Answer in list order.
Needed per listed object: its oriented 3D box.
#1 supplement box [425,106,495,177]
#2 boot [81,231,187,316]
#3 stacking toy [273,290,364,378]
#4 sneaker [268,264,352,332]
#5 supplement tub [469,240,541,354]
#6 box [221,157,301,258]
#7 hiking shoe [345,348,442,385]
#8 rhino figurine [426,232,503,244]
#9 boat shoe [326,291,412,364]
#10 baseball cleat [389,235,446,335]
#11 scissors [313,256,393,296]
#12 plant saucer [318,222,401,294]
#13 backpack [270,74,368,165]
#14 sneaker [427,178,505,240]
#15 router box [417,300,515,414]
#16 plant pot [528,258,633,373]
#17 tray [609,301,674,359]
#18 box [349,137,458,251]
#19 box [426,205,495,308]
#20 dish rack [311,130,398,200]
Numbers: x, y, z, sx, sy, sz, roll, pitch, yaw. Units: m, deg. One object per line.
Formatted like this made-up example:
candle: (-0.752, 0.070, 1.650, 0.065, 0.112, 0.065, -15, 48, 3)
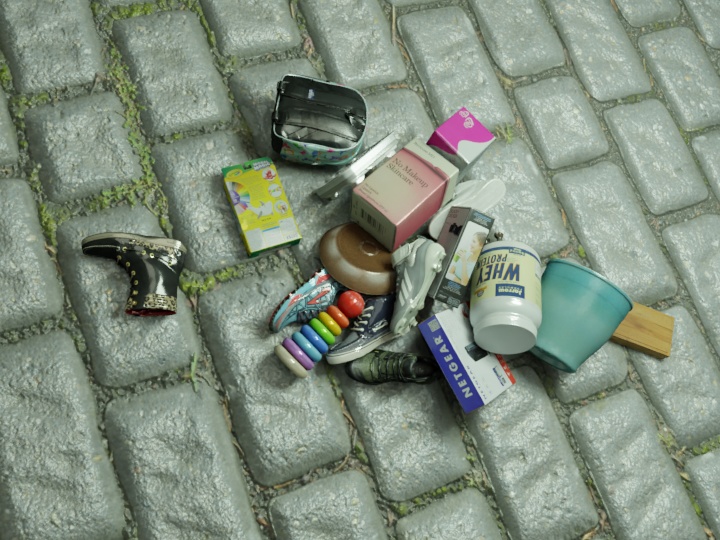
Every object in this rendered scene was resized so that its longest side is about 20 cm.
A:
supplement box: (0.194, -0.249, 1.533, 0.101, 0.200, 0.103, 46, 68, 4)
boot: (-0.443, 0.009, 1.360, 0.200, 0.073, 0.151, 5, 71, -18)
stacking toy: (-0.074, 0.116, 1.381, 0.085, 0.085, 0.200, 45, 83, 4)
sneaker: (-0.096, 0.069, 1.421, 0.200, 0.079, 0.096, -40, 87, -22)
supplement tub: (0.299, 0.056, 1.440, 0.145, 0.145, 0.200, 15, 55, -9)
box: (-0.213, -0.136, 1.478, 0.117, 0.048, 0.200, -17, 79, -18)
hiking shoe: (0.071, 0.190, 1.408, 0.200, 0.101, 0.076, 2, 73, -13)
rhino figurine: (0.223, -0.043, 1.548, 0.200, 0.060, 0.088, 3, 68, -11)
boat shoe: (0.007, 0.112, 1.423, 0.200, 0.075, 0.093, -24, 103, -29)
baseball cleat: (0.093, 0.027, 1.408, 0.106, 0.070, 0.200, 29, 90, 24)
scissors: (0.000, 0.000, 1.504, 0.200, 0.014, 0.073, 32, 70, -1)
plant saucer: (0.013, -0.037, 1.464, 0.200, 0.037, 0.201, 13, 44, -13)
backpack: (-0.086, -0.316, 1.512, 0.200, 0.151, 0.178, 7, 70, -2)
sneaker: (0.218, -0.135, 1.560, 0.200, 0.116, 0.074, -34, 107, -11)
router box: (0.220, 0.172, 1.427, 0.179, 0.049, 0.200, -13, 72, -58)
plant pot: (0.441, 0.107, 1.487, 0.200, 0.200, 0.188, 34, 81, -1)
tray: (0.619, 0.122, 1.604, 0.200, 0.037, 0.099, 20, 68, -6)
box: (0.091, -0.160, 1.466, 0.128, 0.109, 0.200, 40, 67, 17)
box: (0.196, -0.032, 1.449, 0.060, 0.117, 0.200, 23, 92, -15)
dish rack: (-0.007, -0.213, 1.478, 0.172, 0.200, 0.044, -41, 99, -22)
